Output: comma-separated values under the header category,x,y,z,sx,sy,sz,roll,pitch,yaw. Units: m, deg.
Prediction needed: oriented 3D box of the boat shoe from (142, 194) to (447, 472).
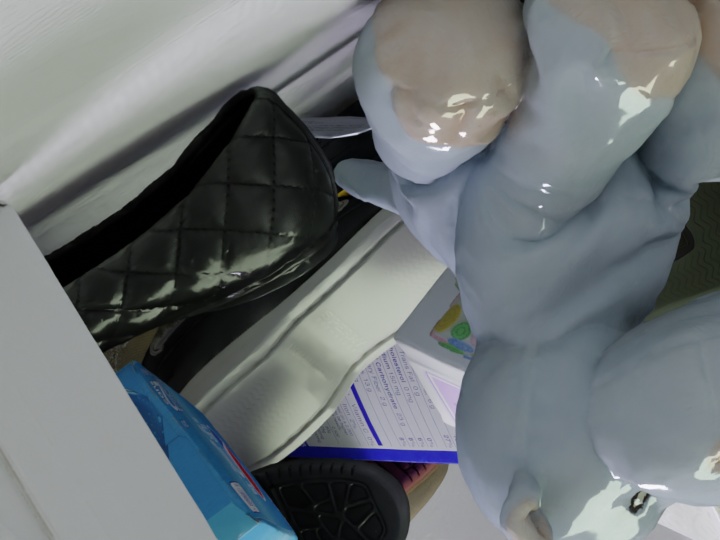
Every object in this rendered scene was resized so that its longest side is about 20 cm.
category,x,y,z,sx,sy,sz,roll,pitch,yaw
boat shoe,0.000,0.000,0.980,0.200,0.060,0.074,-41,133,6

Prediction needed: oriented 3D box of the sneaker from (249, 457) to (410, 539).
category,x,y,z,sx,sy,sz,roll,pitch,yaw
sneaker,-0.060,0.122,1.006,0.200,0.060,0.104,-29,178,16

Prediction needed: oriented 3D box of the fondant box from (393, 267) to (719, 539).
category,x,y,z,sx,sy,sz,roll,pitch,yaw
fondant box,0.130,-0.010,0.915,0.144,0.058,0.200,23,-115,38

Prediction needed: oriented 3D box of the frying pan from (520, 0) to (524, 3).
category,x,y,z,sx,sy,sz,roll,pitch,yaw
frying pan,0.105,-0.118,0.846,0.115,0.031,0.190,-29,-176,29

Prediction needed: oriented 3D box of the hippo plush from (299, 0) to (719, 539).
category,x,y,z,sx,sy,sz,roll,pitch,yaw
hippo plush,0.059,0.005,0.765,0.200,0.161,0.159,-14,165,23

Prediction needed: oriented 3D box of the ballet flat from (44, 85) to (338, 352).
category,x,y,z,sx,sy,sz,roll,pitch,yaw
ballet flat,-0.101,0.006,0.754,0.200,0.057,0.066,-26,-159,-1

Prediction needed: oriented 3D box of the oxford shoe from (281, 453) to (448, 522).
category,x,y,z,sx,sy,sz,roll,pitch,yaw
oxford shoe,-0.035,0.140,1.110,0.200,0.075,0.070,-39,-144,-6

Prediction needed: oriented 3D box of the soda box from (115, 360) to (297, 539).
category,x,y,z,sx,sy,sz,roll,pitch,yaw
soda box,-0.070,0.083,0.840,0.068,0.064,0.200,-38,172,-3

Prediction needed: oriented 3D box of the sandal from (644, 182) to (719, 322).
category,x,y,z,sx,sy,sz,roll,pitch,yaw
sandal,0.138,-0.033,0.850,0.201,0.080,0.057,-29,137,1

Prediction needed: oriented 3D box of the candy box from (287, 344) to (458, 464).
category,x,y,z,sx,sy,sz,roll,pitch,yaw
candy box,0.039,0.007,1.104,0.200,0.077,0.169,-2,-148,44

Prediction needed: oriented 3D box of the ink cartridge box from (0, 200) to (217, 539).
category,x,y,z,sx,sy,sz,roll,pitch,yaw
ink cartridge box,-0.140,0.094,0.676,0.200,0.145,0.084,-33,179,35

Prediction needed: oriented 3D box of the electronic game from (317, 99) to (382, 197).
category,x,y,z,sx,sy,sz,roll,pitch,yaw
electronic game,0.056,-0.077,1.038,0.200,0.042,0.200,-31,178,-1

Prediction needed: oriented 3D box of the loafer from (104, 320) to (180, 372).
category,x,y,z,sx,sy,sz,roll,pitch,yaw
loafer,-0.114,0.039,0.896,0.076,0.067,0.200,-32,178,25
